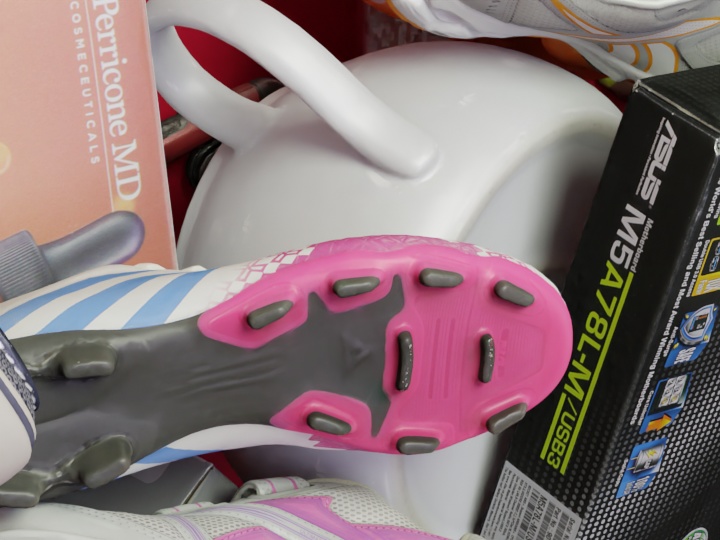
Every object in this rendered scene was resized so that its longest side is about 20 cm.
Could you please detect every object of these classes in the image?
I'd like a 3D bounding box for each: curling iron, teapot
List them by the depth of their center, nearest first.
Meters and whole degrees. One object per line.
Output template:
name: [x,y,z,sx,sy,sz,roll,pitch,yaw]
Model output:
teapot: [0.000,0.000,0.908,0.197,0.146,0.201,-12,119,-55]
curling iron: [-0.100,-0.020,0.935,0.199,0.026,0.050,-25,118,-27]

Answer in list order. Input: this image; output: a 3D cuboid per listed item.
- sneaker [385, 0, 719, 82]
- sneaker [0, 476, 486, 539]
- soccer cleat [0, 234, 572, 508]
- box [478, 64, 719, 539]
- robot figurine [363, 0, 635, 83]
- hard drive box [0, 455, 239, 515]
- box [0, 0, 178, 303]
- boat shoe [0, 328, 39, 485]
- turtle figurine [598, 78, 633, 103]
sneaker: [0.102,-0.099,0.840,0.199,0.092,0.076,0,89,-40]
sneaker: [-0.032,0.107,0.798,0.199,0.088,0.082,17,120,-18]
soccer cleat: [-0.038,0.019,0.781,0.199,0.086,0.070,-8,112,-14]
box: [0.137,0.019,0.902,0.193,0.047,0.201,-11,127,-44]
robot figurine: [0.057,-0.137,0.948,0.200,0.116,0.145,13,78,-51]
hard drive box: [-0.052,0.132,0.929,0.200,0.156,0.077,44,76,-35]
box: [-0.170,-0.019,0.822,0.199,0.106,0.153,-14,110,-22]
boat shoe: [-0.130,-0.042,0.710,0.093,0.075,0.200,-36,86,-22]
turtle figurine: [0.157,-0.064,1.004,0.064,0.162,0.200,14,121,-24]
